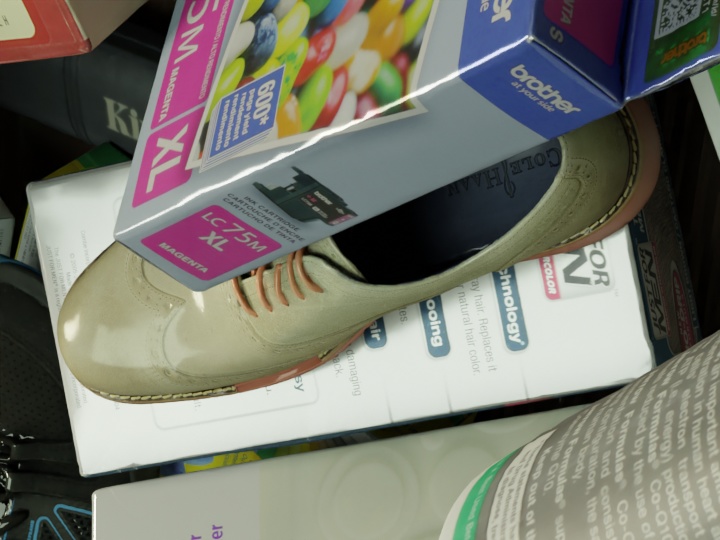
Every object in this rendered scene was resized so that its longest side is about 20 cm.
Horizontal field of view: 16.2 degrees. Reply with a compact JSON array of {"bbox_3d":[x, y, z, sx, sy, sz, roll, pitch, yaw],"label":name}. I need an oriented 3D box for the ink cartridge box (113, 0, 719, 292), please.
[{"bbox_3d":[0.018,-0.077,0.668,0.042,0.120,0.200,33,144,-33],"label":"ink cartridge box"}]

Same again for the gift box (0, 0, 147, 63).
[{"bbox_3d":[-0.119,-0.165,0.813,0.184,0.187,0.200,4,128,37],"label":"gift box"}]

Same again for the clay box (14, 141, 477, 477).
[{"bbox_3d":[-0.042,0.057,0.906,0.200,0.048,0.115,35,132,16],"label":"clay box"}]

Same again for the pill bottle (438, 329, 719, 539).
[{"bbox_3d":[0.119,0.062,0.625,0.200,0.113,0.113,-35,83,42],"label":"pill bottle"}]

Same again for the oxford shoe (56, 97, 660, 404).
[{"bbox_3d":[-0.015,-0.012,0.737,0.200,0.074,0.071,-25,84,22],"label":"oxford shoe"}]

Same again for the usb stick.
[{"bbox_3d":[-0.062,-0.056,0.903,0.200,0.033,0.056,23,126,31],"label":"usb stick"}]

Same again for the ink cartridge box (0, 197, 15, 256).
[{"bbox_3d":[-0.188,-0.026,0.988,0.200,0.039,0.100,49,136,48],"label":"ink cartridge box"}]

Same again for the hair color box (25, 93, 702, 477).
[{"bbox_3d":[0.000,0.000,0.805,0.200,0.061,0.100,-11,90,23],"label":"hair color box"}]

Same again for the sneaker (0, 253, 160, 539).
[{"bbox_3d":[-0.115,0.088,0.890,0.073,0.082,0.200,12,127,40],"label":"sneaker"}]

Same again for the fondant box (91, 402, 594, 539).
[{"bbox_3d":[0.015,0.129,0.785,0.200,0.058,0.145,-12,66,23],"label":"fondant box"}]

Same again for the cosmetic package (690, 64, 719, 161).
[{"bbox_3d":[0.180,0.009,0.689,0.107,0.085,0.200,-19,93,40],"label":"cosmetic package"}]
